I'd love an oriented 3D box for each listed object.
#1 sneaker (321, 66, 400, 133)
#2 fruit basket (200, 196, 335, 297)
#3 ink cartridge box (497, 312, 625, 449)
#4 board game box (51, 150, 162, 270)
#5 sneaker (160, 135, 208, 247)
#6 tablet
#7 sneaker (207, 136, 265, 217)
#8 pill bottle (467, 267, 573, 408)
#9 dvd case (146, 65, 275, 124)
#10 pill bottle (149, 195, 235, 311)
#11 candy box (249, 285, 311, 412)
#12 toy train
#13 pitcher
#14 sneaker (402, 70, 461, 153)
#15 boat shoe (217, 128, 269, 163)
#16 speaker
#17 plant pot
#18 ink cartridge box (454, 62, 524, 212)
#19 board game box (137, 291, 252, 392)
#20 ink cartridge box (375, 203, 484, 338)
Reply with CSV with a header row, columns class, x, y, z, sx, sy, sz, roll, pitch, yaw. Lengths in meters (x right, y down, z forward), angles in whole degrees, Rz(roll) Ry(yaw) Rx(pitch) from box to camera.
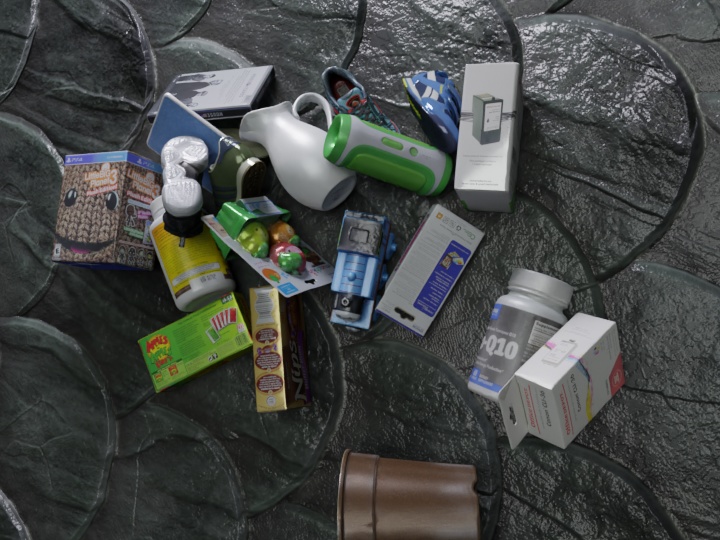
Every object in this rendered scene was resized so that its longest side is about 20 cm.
class,x,y,z,sx,sy,sz,roll,pitch,yaw
sneaker,-0.006,-0.268,1.174,0.079,0.096,0.200,-41,74,7
fruit basket,-0.138,-0.041,1.133,0.200,0.185,0.094,35,114,19
ink cartridge box,0.288,0.165,0.973,0.200,0.117,0.067,-36,32,-27
board game box,-0.459,-0.105,1.254,0.159,0.097,0.200,1,82,27
sneaker,-0.294,-0.131,1.140,0.075,0.114,0.200,3,45,-12
tablet,-0.278,-0.207,1.206,0.200,0.014,0.130,37,133,-3
sneaker,-0.223,-0.148,1.181,0.067,0.200,0.090,-34,75,-36
pill bottle,0.247,0.105,1.045,0.114,0.114,0.200,19,87,16
dvd case,-0.268,-0.319,1.243,0.200,0.025,0.150,-1,42,14
pill bottle,-0.302,-0.036,1.212,0.109,0.109,0.200,-26,77,10
candy box,-0.133,0.130,1.140,0.056,0.117,0.200,-9,79,14
toy train,0.000,0.000,1.124,0.087,0.114,0.200,11,85,16
pitcher,-0.083,-0.212,1.184,0.172,0.121,0.200,-37,74,-21
sneaker,0.131,-0.268,1.119,0.082,0.074,0.200,-20,47,1
boat shoe,-0.259,-0.220,1.255,0.201,0.063,0.074,9,44,7
speaker,0.045,-0.184,1.108,0.200,0.088,0.089,16,86,-21
plant pot,0.077,0.369,1.020,0.198,0.200,0.201,-2,82,7
ink cartridge box,0.206,-0.205,1.084,0.084,0.145,0.200,4,83,16
board game box,-0.283,0.128,1.215,0.200,0.048,0.102,-27,76,9
ink cartridge box,0.110,0.000,1.119,0.095,0.037,0.200,31,88,-10
